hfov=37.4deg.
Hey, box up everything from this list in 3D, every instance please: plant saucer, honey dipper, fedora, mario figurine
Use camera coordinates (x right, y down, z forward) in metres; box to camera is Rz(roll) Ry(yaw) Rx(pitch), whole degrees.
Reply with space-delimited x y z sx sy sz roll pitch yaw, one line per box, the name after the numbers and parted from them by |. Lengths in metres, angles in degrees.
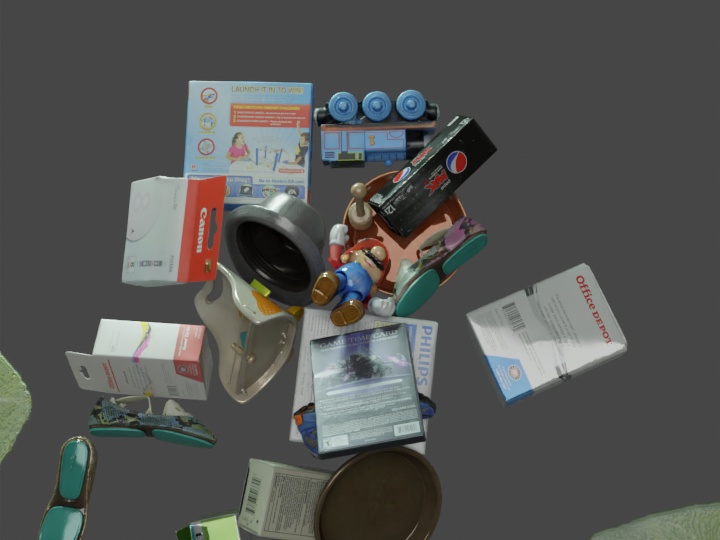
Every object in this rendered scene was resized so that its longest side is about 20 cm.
0.023 0.338 1.501 0.199 0.029 0.201 -7 107 -23 | plant saucer
-0.003 -0.095 1.552 0.038 0.200 0.038 0 81 2 | honey dipper
-0.114 -0.045 1.608 0.176 0.201 0.090 23 57 19 | fedora
0.000 0.000 1.544 0.105 0.200 0.124 -3 109 16 | mario figurine
0.070 -0.057 1.662 0.199 0.032 0.202 0 82 1 | plant saucer

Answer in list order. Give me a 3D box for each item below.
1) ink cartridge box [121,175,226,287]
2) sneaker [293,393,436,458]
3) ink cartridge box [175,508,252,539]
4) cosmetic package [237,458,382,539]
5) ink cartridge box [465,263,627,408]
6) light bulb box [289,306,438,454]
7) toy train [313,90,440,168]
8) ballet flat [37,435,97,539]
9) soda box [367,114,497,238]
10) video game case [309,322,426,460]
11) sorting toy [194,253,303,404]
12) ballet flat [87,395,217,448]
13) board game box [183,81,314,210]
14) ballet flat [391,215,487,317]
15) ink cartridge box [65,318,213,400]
-0.285 -0.062 1.604 0.057 0.199 0.164 11 79 -38 | ink cartridge box
0.009 0.213 1.487 0.199 0.075 0.079 -10 96 5 | sneaker
-0.198 0.426 1.513 0.075 0.200 0.149 -11 82 0 | ink cartridge box
-0.065 0.338 1.534 0.199 0.087 0.104 16 81 -28 | cosmetic package
0.276 0.099 1.599 0.199 0.086 0.147 -23 74 -3 | ink cartridge box
0.005 0.168 1.583 0.199 0.125 0.200 6 82 1 | light bulb box
0.026 -0.218 1.663 0.199 0.087 0.115 -2 91 -1 | toy train
-0.433 0.349 1.600 0.070 0.065 0.201 15 85 5 | ballet flat
0.109 -0.144 1.615 0.200 0.063 0.071 -43 111 -5 | soda box
0.006 0.161 1.452 0.142 0.019 0.201 -11 44 3 | video game case
-0.187 0.063 1.597 0.107 0.201 0.180 -32 63 -36 | sorting toy
-0.313 0.225 1.617 0.199 0.074 0.075 7 82 -1 | ballet flat
-0.174 -0.195 1.676 0.199 0.056 0.197 2 82 2 | board game box
0.105 -0.009 1.610 0.200 0.069 0.071 -42 55 -12 | ballet flat
-0.329 0.133 1.595 0.199 0.117 0.068 4 54 2 | ink cartridge box
